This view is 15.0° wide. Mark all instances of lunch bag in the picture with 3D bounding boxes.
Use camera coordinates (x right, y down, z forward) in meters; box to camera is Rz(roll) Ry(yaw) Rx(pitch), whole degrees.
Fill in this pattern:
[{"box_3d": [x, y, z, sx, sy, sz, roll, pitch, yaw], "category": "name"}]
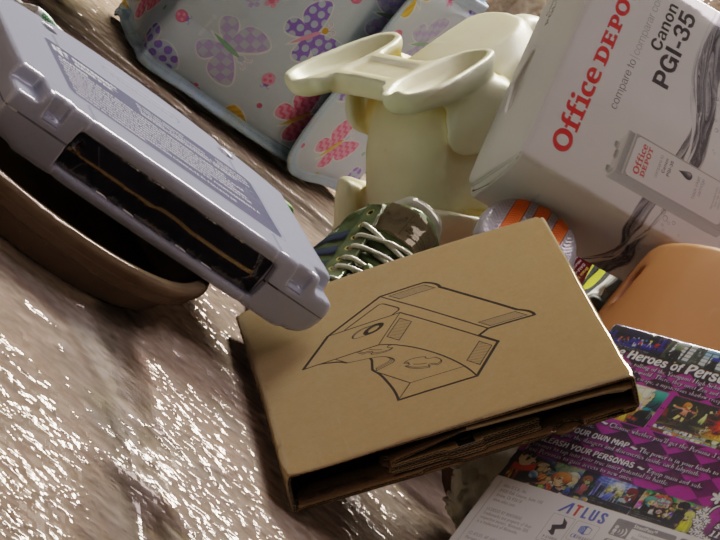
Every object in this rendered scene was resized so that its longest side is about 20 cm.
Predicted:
[{"box_3d": [-0.030, -0.162, 1.785, 0.200, 0.170, 0.127, 36, 11, -30], "category": "lunch bag"}]

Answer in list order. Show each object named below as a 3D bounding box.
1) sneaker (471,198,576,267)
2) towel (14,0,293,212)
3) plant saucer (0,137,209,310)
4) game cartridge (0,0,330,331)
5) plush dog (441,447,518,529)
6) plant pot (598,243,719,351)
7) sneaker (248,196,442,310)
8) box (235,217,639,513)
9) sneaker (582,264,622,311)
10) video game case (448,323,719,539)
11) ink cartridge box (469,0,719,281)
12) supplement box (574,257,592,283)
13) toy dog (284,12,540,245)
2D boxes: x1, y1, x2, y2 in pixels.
[{"box_3d": [0.052, 0.056, 1.475, 0.077, 0.112, 0.200, 33, 44, 9], "category": "sneaker"}, {"box_3d": [-0.134, -0.097, 1.471, 0.200, 0.031, 0.149, 35, 2, -36], "category": "towel"}, {"box_3d": [-0.154, -0.049, 1.285, 0.200, 0.029, 0.200, 41, 11, -10], "category": "plant saucer"}, {"box_3d": [-0.106, -0.055, 1.312, 0.200, 0.041, 0.133, 35, 16, -30], "category": "game cartridge"}, {"box_3d": [0.145, 0.150, 1.314, 0.172, 0.160, 0.200, 66, -4, -36], "category": "plush dog"}, {"box_3d": [0.189, 0.080, 1.474, 0.199, 0.141, 0.200, 26, -17, 8], "category": "plant pot"}, {"box_3d": [0.000, 0.000, 1.466, 0.067, 0.090, 0.200, 43, 11, 2], "category": "sneaker"}, {"box_3d": [0.030, 0.040, 1.279, 0.200, 0.163, 0.021, -111, -175, -67], "category": "box"}, {"box_3d": [0.166, 0.018, 1.637, 0.074, 0.200, 0.085, 35, -6, -3], "category": "sneaker"}, {"box_3d": [0.153, 0.113, 1.183, 0.199, 0.181, 0.036, 15, -42, 32], "category": "video game case"}, {"box_3d": [0.182, -0.066, 1.554, 0.199, 0.147, 0.083, 28, -21, -11], "category": "ink cartridge box"}, {"box_3d": [0.142, 0.050, 1.718, 0.200, 0.109, 0.061, 50, 13, 33], "category": "supplement box"}, {"box_3d": [0.059, -0.045, 1.657, 0.139, 0.201, 0.193, 9, 29, 44], "category": "toy dog"}]
